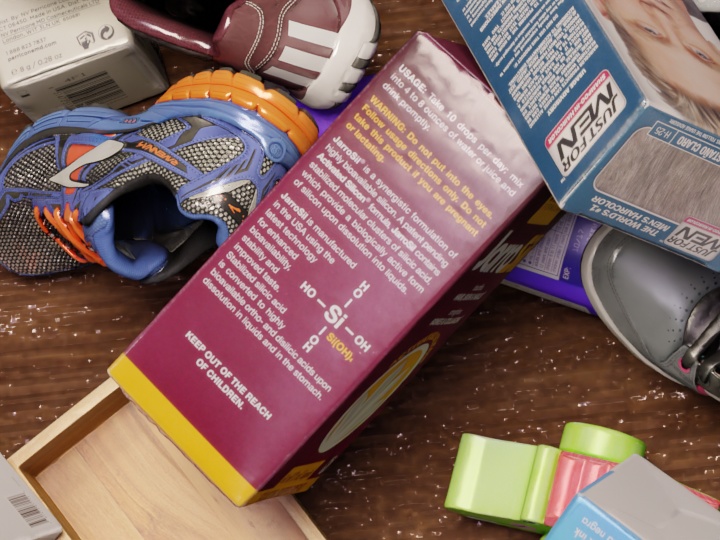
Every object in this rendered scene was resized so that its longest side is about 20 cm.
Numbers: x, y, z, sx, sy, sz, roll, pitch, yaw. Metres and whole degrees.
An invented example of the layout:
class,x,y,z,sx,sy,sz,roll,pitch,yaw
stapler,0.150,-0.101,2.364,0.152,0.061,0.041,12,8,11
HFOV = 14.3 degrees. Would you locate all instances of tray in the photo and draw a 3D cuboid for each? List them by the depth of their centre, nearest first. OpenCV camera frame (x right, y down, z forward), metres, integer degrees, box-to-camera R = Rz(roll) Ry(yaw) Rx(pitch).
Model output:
class,x,y,z,sx,sy,sz,roll,pitch,yaw
tray,-0.065,0.138,1.303,0.099,0.037,0.200,-38,73,-1

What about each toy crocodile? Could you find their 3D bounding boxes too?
class,x,y,z,sx,sy,sz,roll,pitch,yaw
toy crocodile,0.134,0.112,1.263,0.199,0.062,0.068,17,80,13

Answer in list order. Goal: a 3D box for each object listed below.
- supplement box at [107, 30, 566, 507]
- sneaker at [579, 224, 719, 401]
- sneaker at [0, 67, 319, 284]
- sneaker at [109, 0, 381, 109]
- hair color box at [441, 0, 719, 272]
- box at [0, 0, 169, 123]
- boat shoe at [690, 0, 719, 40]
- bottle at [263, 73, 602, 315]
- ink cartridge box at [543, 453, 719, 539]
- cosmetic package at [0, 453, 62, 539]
class,x,y,z,sx,sy,sz,roll,pitch,yaw
supplement box,0.000,0.000,1.232,0.086,0.110,0.200,45,99,10
sneaker,0.184,0.046,1.212,0.200,0.121,0.084,34,91,-4
sneaker,-0.108,-0.031,1.286,0.200,0.075,0.079,-20,37,46
sneaker,-0.082,-0.148,1.299,0.200,0.115,0.076,42,112,45
hair color box,0.097,-0.097,1.196,0.061,0.100,0.200,-50,43,25
box,-0.156,-0.174,1.371,0.068,0.082,0.201,-19,76,5
boat shoe,0.164,-0.111,1.253,0.074,0.202,0.065,20,68,-30
bottle,0.048,-0.043,1.313,0.199,0.065,0.084,18,84,13
ink cartridge box,0.075,0.182,1.199,0.067,0.116,0.200,36,104,12
cosmetic package,-0.232,0.076,1.321,0.200,0.051,0.083,48,119,16
